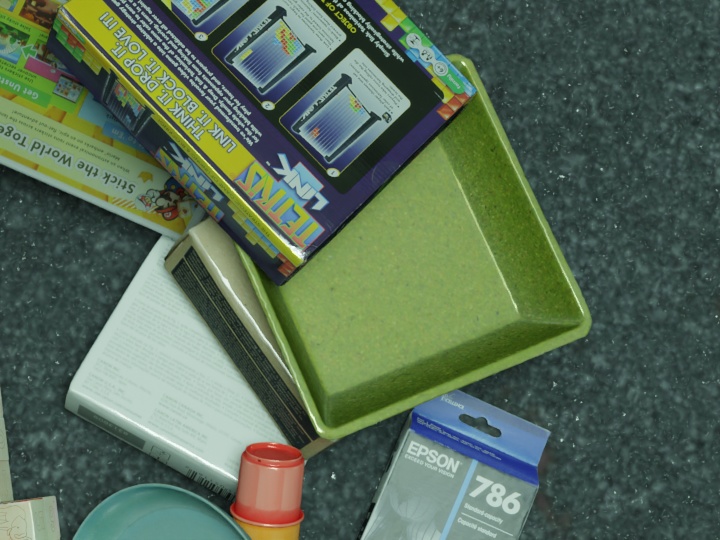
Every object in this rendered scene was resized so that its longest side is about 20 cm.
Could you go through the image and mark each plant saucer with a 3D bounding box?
[{"bbox_3d":[-0.113,0.232,1.005,0.200,0.027,0.201,2,93,38],"label":"plant saucer"},{"bbox_3d":[0.016,-0.014,0.999,0.200,0.048,0.200,-20,80,-23],"label":"plant saucer"}]

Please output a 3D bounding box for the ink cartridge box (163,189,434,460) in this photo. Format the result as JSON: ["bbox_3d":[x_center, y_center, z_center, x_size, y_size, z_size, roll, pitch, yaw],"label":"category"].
[{"bbox_3d":[0.000,0.000,1.056,0.200,0.075,0.165,-35,88,-25],"label":"ink cartridge box"}]

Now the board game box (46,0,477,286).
[{"bbox_3d":[-0.056,-0.119,0.951,0.200,0.057,0.165,46,66,-2],"label":"board game box"}]

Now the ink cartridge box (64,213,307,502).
[{"bbox_3d":[-0.082,0.044,1.090,0.160,0.047,0.200,29,64,-1],"label":"ink cartridge box"}]

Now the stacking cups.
[{"bbox_3d":[-0.069,0.208,1.022,0.060,0.061,0.201,5,99,-5],"label":"stacking cups"}]

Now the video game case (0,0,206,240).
[{"bbox_3d":[-0.157,-0.134,1.015,0.200,0.023,0.182,24,105,-21],"label":"video game case"}]

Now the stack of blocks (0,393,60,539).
[{"bbox_3d":[-0.255,0.168,1.026,0.115,0.059,0.201,-9,83,4],"label":"stack of blocks"}]

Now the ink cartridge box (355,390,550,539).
[{"bbox_3d":[0.051,0.179,1.078,0.099,0.039,0.200,23,80,-2],"label":"ink cartridge box"}]
